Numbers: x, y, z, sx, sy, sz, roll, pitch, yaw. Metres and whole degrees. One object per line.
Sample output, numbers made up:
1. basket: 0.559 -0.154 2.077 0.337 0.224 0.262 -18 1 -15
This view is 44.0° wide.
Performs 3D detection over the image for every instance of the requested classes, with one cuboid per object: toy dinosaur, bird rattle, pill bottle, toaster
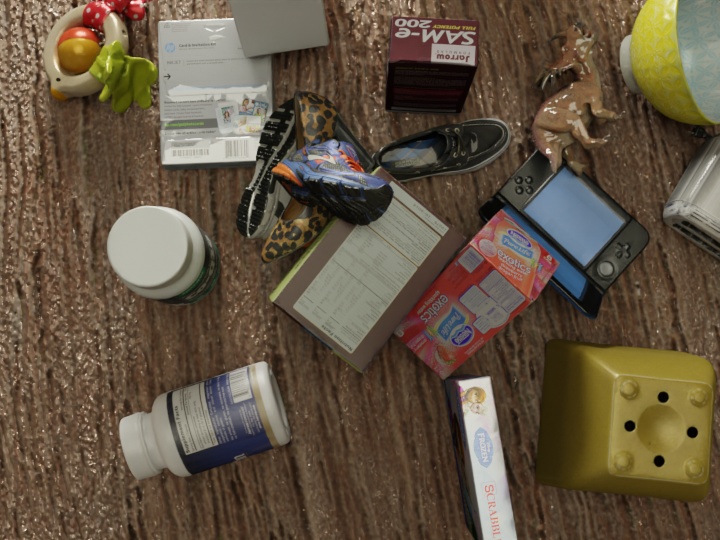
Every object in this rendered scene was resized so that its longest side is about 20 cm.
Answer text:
1. toy dinosaur: 0.272 -0.214 1.187 0.135 0.086 0.200 33 75 4
2. bird rattle: -0.361 -0.311 1.202 0.162 0.113 0.201 -15 81 15
3. pill bottle: -0.245 -0.017 1.117 0.112 0.200 0.114 0 85 0
4. pill bottle: -0.199 0.198 1.140 0.199 0.111 0.112 -18 84 -1
5. toaster: 0.492 -0.090 1.170 0.200 0.114 0.129 34 87 1

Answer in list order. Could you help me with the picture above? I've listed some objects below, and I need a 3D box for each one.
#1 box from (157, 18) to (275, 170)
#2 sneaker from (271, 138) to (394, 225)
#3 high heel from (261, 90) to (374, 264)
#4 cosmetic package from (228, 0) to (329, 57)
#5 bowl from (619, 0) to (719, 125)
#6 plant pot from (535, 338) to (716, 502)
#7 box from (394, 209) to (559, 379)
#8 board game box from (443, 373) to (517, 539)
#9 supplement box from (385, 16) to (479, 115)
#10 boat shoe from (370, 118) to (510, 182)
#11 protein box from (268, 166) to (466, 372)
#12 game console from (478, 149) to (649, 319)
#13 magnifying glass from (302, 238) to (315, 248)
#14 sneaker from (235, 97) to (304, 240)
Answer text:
1. box: -0.195 -0.242 1.220 0.155 0.041 0.201 -3 85 -1
2. sneaker: -0.027 -0.111 0.998 0.079 0.200 0.075 -52 128 -10
3. high heel: -0.087 -0.117 1.104 0.200 0.071 0.143 -49 123 -10
4. cosmetic package: -0.117 -0.418 1.134 0.122 0.200 0.201 -10 66 -1
5. bowl: 0.410 -0.285 1.180 0.107 0.200 0.201 -4 82 43
6. plant pot: 0.337 0.187 1.098 0.194 0.200 0.195 6 84 1
7. box: 0.139 0.034 1.109 0.103 0.200 0.095 43 45 4
8. board game box: 0.143 0.229 1.093 0.041 0.200 0.201 -9 84 -1
9. supplement box: 0.087 -0.257 1.142 0.108 0.200 0.061 3 84 0
10. boat shoe: 0.109 -0.166 1.199 0.199 0.066 0.070 -11 84 -1
11. protein box: 0.000 0.000 1.109 0.135 0.199 0.200 39 85 -5
12. game console: 0.270 -0.057 1.161 0.200 0.118 0.171 43 84 3
13. magnifying glass: -0.062 -0.130 1.220 0.079 0.022 0.201 2 82 1
14. sneaker: -0.096 -0.132 1.177 0.074 0.080 0.201 28 98 46
